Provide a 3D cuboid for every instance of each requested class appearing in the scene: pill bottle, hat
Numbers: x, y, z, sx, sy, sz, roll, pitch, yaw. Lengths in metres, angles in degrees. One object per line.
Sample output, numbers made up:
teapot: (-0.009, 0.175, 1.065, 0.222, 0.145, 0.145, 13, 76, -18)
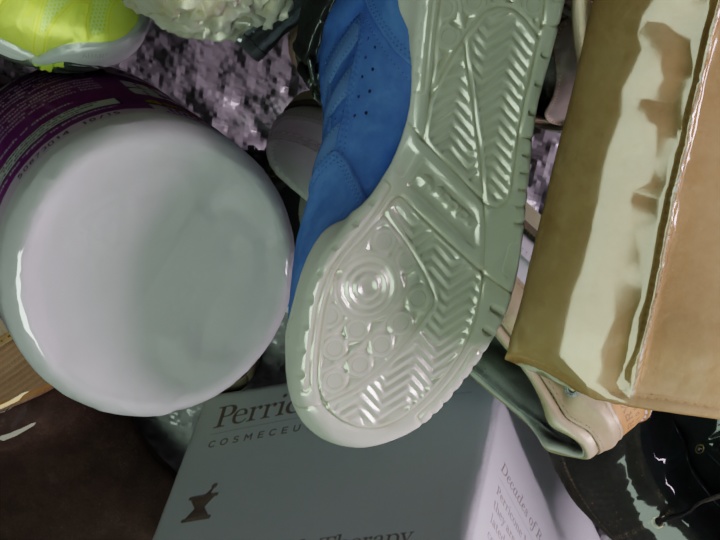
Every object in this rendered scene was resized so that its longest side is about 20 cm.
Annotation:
pill bottle: (-0.105, -0.023, 0.760, 0.111, 0.200, 0.113, -6, 106, -19)
hat: (0.181, 0.069, 0.804, 0.199, 0.081, 0.202, 21, 134, 24)

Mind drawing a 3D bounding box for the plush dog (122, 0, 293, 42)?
plush dog: (-0.042, -0.208, 0.645, 0.200, 0.172, 0.160, 49, 154, -3)

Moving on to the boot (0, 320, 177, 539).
boot: (-0.199, 0.115, 0.954, 0.199, 0.072, 0.167, -33, 111, 8)

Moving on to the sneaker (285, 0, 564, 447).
sneaker: (0.013, -0.042, 0.689, 0.076, 0.111, 0.202, 11, 99, -18)

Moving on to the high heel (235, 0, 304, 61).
high heel: (-0.049, -0.201, 0.738, 0.142, 0.071, 0.200, -40, 87, 7)

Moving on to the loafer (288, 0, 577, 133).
loafer: (0.068, -0.083, 0.756, 0.198, 0.063, 0.072, 9, 125, 14)

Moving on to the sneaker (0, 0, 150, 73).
sneaker: (-0.156, -0.162, 0.739, 0.200, 0.075, 0.076, 49, 154, 2)

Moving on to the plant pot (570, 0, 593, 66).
plant pot: (0.173, -0.102, 0.669, 0.199, 0.093, 0.203, 1, 107, 5)

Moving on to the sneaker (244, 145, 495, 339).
sneaker: (0.000, 0.000, 0.840, 0.199, 0.072, 0.073, 18, 160, 17)

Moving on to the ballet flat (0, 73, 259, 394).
ballet flat: (-0.126, -0.009, 0.889, 0.067, 0.046, 0.200, -31, 109, 34)

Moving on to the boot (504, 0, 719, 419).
boot: (0.075, -0.059, 0.608, 0.174, 0.066, 0.202, 9, 109, 0)

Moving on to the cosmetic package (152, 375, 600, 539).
cosmetic package: (0.006, 0.171, 0.857, 0.166, 0.201, 0.167, -11, 127, 24)

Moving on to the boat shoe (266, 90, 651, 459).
boat shoe: (0.033, -0.002, 0.753, 0.199, 0.068, 0.075, 33, 159, 23)
